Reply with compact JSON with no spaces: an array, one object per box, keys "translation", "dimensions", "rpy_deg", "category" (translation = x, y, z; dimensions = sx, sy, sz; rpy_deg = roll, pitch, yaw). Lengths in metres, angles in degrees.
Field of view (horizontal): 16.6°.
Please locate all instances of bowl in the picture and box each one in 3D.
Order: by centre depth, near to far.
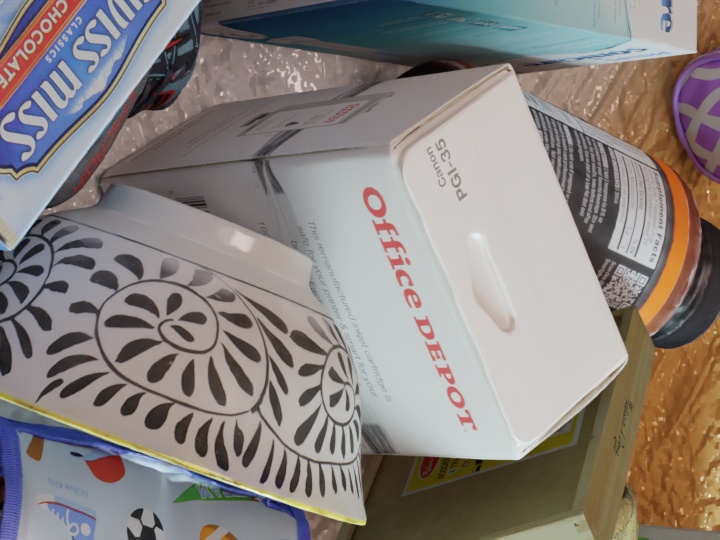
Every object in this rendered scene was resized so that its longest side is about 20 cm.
[{"translation":[-0.075,0.024,0.988],"dimensions":[0.201,0.201,0.094],"rpy_deg":[24,87,-38],"category":"bowl"}]

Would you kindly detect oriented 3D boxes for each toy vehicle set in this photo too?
[{"translation":[0.061,0.086,1.107],"dimensions":[0.027,0.124,0.200],"rpy_deg":[65,22,-18],"category":"toy vehicle set"}]

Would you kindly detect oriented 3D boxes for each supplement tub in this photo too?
[{"translation":[0.093,-0.022,1.208],"dimensions":[0.200,0.107,0.107],"rpy_deg":[23,73,-38],"category":"supplement tub"}]

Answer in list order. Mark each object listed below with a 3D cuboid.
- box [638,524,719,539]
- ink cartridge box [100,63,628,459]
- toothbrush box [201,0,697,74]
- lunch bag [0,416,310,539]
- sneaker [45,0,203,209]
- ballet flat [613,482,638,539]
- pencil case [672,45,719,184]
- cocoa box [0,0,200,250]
[{"translation":[0.201,0.194,1.229],"dimensions":[0.101,0.200,0.113],"rpy_deg":[23,75,-37],"category":"box"},{"translation":[0.000,0.000,1.064],"dimensions":[0.083,0.200,0.147],"rpy_deg":[-36,111,-36],"category":"ink cartridge box"},{"translation":[0.038,-0.144,1.139],"dimensions":[0.200,0.146,0.085],"rpy_deg":[6,85,-40],"category":"toothbrush box"},{"translation":[-0.116,0.170,1.011],"dimensions":[0.170,0.124,0.200],"rpy_deg":[19,83,-38],"category":"lunch bag"},{"translation":[-0.098,-0.093,1.038],"dimensions":[0.096,0.079,0.200],"rpy_deg":[62,34,-43],"category":"sneaker"},{"translation":[0.099,0.108,1.179],"dimensions":[0.071,0.200,0.071],"rpy_deg":[0,104,1],"category":"ballet flat"},{"translation":[0.262,-0.108,1.369],"dimensions":[0.200,0.085,0.084],"rpy_deg":[-26,103,-37],"category":"pencil case"},{"translation":[-0.146,-0.122,0.908],"dimensions":[0.131,0.133,0.200],"rpy_deg":[50,61,-31],"category":"cocoa box"}]
